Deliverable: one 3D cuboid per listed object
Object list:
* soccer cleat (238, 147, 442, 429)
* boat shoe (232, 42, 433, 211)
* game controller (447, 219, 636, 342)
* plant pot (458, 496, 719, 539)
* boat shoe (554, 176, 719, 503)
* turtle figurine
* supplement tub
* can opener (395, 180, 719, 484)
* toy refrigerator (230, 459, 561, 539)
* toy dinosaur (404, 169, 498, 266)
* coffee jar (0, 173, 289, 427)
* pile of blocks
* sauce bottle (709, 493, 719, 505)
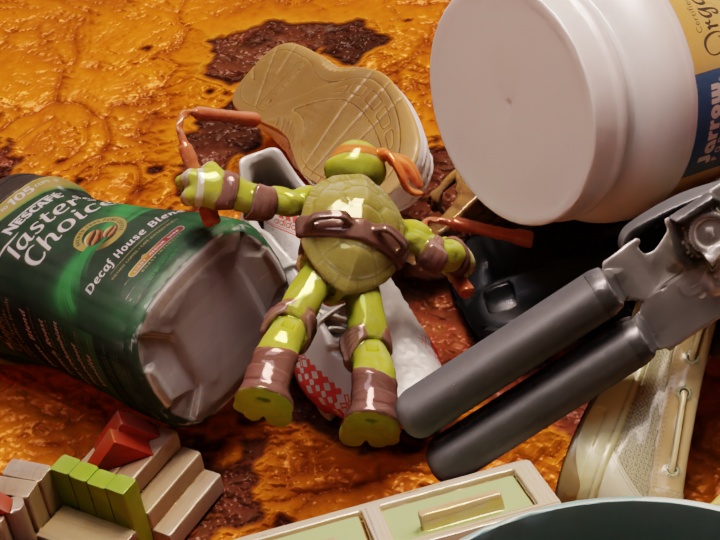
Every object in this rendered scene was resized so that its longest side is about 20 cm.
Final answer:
[{"bbox_3d":[-0.017,0.009,1.103,0.068,0.085,0.200,-21,38,-12],"label":"soccer cleat"},{"bbox_3d":[-0.003,-0.072,1.201,0.071,0.069,0.200,-46,32,-1],"label":"boat shoe"},{"bbox_3d":[0.147,-0.009,1.130,0.199,0.042,0.104,-15,23,-5],"label":"game controller"},{"bbox_3d":[0.098,0.208,0.759,0.200,0.161,0.201,-8,38,6],"label":"plant pot"},{"bbox_3d":[0.157,0.043,1.019,0.063,0.073,0.201,21,57,16],"label":"boat shoe"},{"bbox_3d":[0.000,0.000,1.026,0.200,0.064,0.162,19,60,-23],"label":"turtle figurine"},{"bbox_3d":[0.150,-0.106,1.085,0.200,0.145,0.145,-19,36,-34],"label":"supplement tub"},{"bbox_3d":[0.108,0.023,0.983,0.200,0.053,0.067,-33,11,5],"label":"can opener"},{"bbox_3d":[-0.009,0.143,0.925,0.199,0.070,0.076,-14,11,-4],"label":"toy refrigerator"},{"bbox_3d":[0.087,-0.080,1.164,0.060,0.106,0.200,27,87,11],"label":"toy dinosaur"},{"bbox_3d":[-0.137,0.010,1.109,0.200,0.085,0.104,13,51,44],"label":"coffee jar"},{"bbox_3d":[-0.160,0.126,1.013,0.200,0.062,0.082,-29,41,-21],"label":"pile of blocks"},{"bbox_3d":[0.178,0.121,0.927,0.066,0.066,0.200,25,53,38],"label":"sauce bottle"}]
